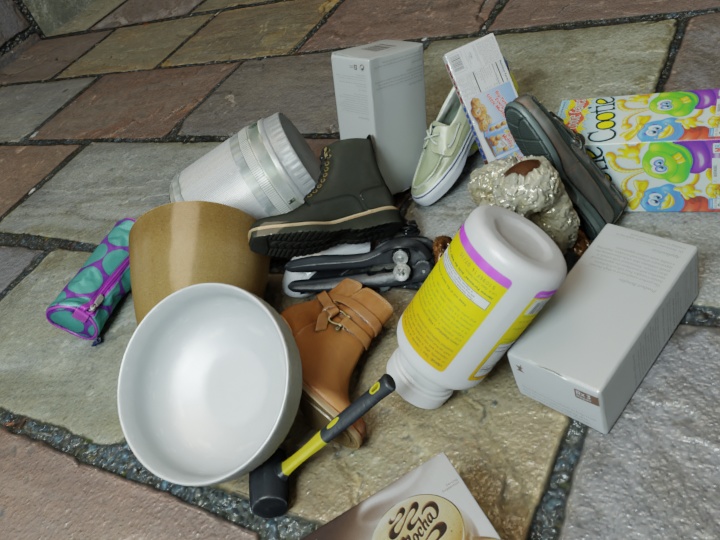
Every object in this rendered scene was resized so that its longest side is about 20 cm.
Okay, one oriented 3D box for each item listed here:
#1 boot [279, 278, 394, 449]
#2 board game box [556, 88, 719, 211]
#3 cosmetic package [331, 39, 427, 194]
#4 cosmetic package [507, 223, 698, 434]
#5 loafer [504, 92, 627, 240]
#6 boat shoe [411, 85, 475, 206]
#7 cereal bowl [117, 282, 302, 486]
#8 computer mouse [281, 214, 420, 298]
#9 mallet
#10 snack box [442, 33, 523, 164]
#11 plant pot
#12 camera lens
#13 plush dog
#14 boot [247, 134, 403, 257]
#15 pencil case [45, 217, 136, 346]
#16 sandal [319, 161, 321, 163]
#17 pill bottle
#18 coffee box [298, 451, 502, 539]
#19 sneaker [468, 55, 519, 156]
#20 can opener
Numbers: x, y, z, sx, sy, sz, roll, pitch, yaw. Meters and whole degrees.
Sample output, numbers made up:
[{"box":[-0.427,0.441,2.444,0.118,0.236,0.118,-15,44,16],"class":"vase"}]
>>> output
[{"box":[-0.018,0.090,0.766,0.154,0.074,0.200,-33,51,-22],"class":"boot"},{"box":[0.338,-0.141,0.822,0.198,0.105,0.103,3,46,31],"class":"board game box"},{"box":[0.032,-0.214,0.974,0.112,0.202,0.081,-26,36,-36],"class":"cosmetic package"},{"box":[0.245,0.050,0.679,0.101,0.074,0.200,23,60,42],"class":"cosmetic package"},{"box":[0.237,-0.126,0.783,0.063,0.200,0.072,-41,22,-4],"class":"loafer"},{"box":[0.121,-0.189,0.964,0.201,0.062,0.072,-60,33,2],"class":"boat shoe"},{"box":[-0.144,0.117,0.702,0.198,0.083,0.202,-6,73,21],"class":"cereal bowl"},{"box":[-0.025,-0.032,0.936,0.199,0.044,0.110,-33,40,-10],"class":"computer mouse"},{"box":[-0.041,0.159,0.670,0.200,0.041,0.066,-47,32,16],"class":"mallet"},{"box":[0.181,-0.207,0.917,0.071,0.202,0.024,-24,6,-1],"class":"snack box"},{"box":[-0.203,0.050,0.848,0.185,0.187,0.202,-13,56,13],"class":"plant pot"},{"box":[-0.157,-0.110,0.977,0.199,0.160,0.161,-32,37,10],"class":"camera lens"},{"box":[0.161,-0.026,0.785,0.171,0.161,0.200,-38,10,5],"class":"plush dog"},{"box":[-0.057,-0.099,0.876,0.198,0.077,0.140,-9,72,-24],"class":"boot"},{"box":[-0.383,0.011,1.041,0.092,0.085,0.201,-15,37,37],"class":"pencil case"},{"box":[-0.036,-0.155,1.061,0.211,0.070,0.078,-35,39,-13],"class":"sandal"},{"box":[0.102,0.043,0.664,0.201,0.103,0.105,-58,25,31],"class":"pill bottle"},{"box":[0.018,0.257,0.553,0.199,0.080,0.113,-29,40,-6],"class":"coffee box"},{"box":[0.169,-0.258,1.043,0.075,0.106,0.200,14,52,38],"class":"sneaker"},{"box":[0.000,0.000,0.874,0.198,0.064,0.079,-12,4,8],"class":"can opener"}]
